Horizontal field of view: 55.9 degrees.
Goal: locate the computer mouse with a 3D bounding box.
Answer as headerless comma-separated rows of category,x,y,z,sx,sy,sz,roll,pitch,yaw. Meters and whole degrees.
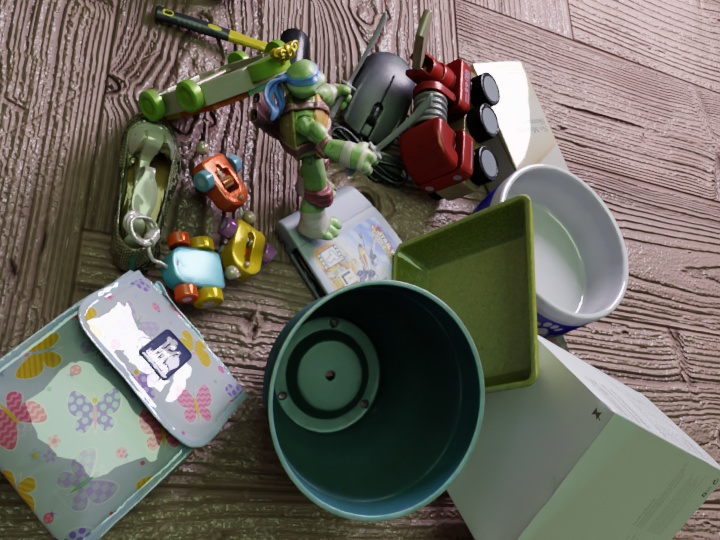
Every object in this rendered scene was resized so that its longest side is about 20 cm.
computer mouse,0.031,-0.223,0.915,0.137,0.053,0.203,24,61,-15

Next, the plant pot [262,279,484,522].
plant pot,-0.009,0.114,0.665,0.196,0.188,0.205,1,87,-17

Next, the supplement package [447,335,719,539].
supplement package,0.223,0.209,0.711,0.198,0.147,0.193,28,103,-29

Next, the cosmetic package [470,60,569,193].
cosmetic package,0.216,-0.196,0.985,0.102,0.073,0.203,-14,76,-30

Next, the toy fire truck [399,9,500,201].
toy fire truck,0.096,-0.210,0.858,0.198,0.127,0.179,26,61,-39

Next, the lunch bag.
lunch bag,-0.222,0.116,0.606,0.199,0.127,0.171,-39,93,-28

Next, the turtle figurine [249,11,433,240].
turtle figurine,-0.014,-0.139,0.738,0.198,0.196,0.144,-30,60,-29

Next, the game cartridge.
game cartridge,0.000,0.000,0.822,0.132,0.042,0.202,-32,86,-28

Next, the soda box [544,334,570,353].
soda box,0.201,0.044,0.881,0.063,0.068,0.203,-9,73,-29

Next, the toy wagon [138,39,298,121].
toy wagon,-0.142,-0.209,0.742,0.155,0.197,0.040,-42,122,-41

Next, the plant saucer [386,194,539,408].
plant saucer,0.117,0.044,0.737,0.047,0.198,0.204,23,60,-37

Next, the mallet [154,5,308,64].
mallet,-0.158,-0.305,0.867,0.197,0.041,0.067,20,64,-14

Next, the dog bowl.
dog bowl,0.228,-0.024,0.836,0.197,0.079,0.204,12,63,-24

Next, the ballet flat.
ballet flat,-0.227,-0.098,0.724,0.067,0.075,0.204,8,66,-18

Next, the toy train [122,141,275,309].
toy train,-0.172,-0.042,0.726,0.151,0.055,0.200,53,35,-12
